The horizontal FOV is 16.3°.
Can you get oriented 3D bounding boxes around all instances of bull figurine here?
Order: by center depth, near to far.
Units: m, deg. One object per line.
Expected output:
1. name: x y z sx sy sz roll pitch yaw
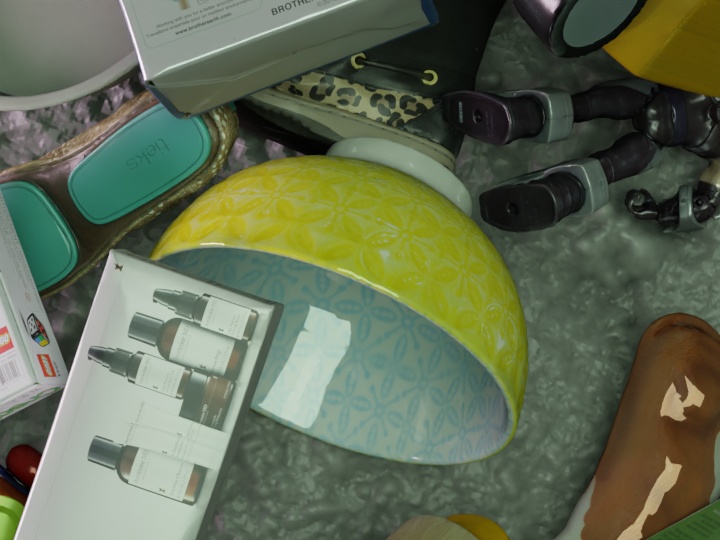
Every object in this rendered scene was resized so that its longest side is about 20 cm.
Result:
1. bull figurine: 0.159 0.126 1.300 0.121 0.065 0.201 21 91 -11

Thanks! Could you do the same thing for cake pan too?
1. cake pan: -0.154 -0.171 1.261 0.200 0.037 0.201 -5 75 19

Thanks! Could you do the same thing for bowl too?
1. bowl: 0.000 0.000 1.240 0.200 0.200 0.108 25 64 -4

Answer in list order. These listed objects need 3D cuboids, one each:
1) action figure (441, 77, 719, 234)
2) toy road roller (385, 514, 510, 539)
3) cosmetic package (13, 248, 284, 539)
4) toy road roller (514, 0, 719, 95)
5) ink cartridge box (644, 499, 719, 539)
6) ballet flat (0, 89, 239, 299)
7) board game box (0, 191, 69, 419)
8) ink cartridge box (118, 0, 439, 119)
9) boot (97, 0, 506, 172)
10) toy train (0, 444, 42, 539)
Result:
1. action figure: 0.143 -0.077 1.289 0.200 0.069 0.131 -15 96 -35
2. toy road roller: 0.075 0.220 1.204 0.123 0.146 0.200 -38 109 -40
3. cosmetic package: -0.107 0.097 1.158 0.082 0.051 0.201 18 91 5
4. toy road roller: 0.136 -0.178 1.161 0.146 0.200 0.123 -48 60 19
5. ink cartridge box: 0.215 0.159 1.251 0.200 0.059 0.104 -28 101 -8
6. ballet flat: -0.139 -0.035 1.271 0.200 0.065 0.071 -25 95 24
7. board game box: -0.246 0.037 1.224 0.200 0.035 0.127 -26 78 22
8. ink cartridge box: -0.060 -0.190 1.173 0.136 0.076 0.201 -20 78 3
9. boot: -0.019 -0.141 1.293 0.200 0.073 0.151 25 80 5
10. toy train: -0.184 0.124 1.239 0.200 0.116 0.085 38 84 -3
